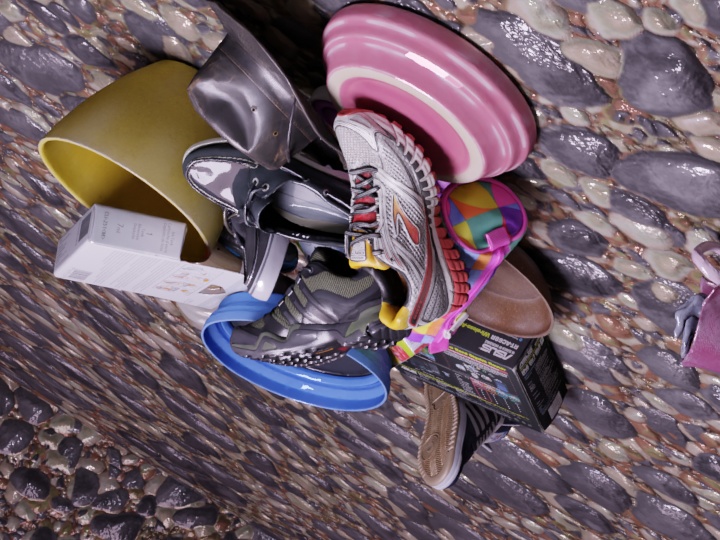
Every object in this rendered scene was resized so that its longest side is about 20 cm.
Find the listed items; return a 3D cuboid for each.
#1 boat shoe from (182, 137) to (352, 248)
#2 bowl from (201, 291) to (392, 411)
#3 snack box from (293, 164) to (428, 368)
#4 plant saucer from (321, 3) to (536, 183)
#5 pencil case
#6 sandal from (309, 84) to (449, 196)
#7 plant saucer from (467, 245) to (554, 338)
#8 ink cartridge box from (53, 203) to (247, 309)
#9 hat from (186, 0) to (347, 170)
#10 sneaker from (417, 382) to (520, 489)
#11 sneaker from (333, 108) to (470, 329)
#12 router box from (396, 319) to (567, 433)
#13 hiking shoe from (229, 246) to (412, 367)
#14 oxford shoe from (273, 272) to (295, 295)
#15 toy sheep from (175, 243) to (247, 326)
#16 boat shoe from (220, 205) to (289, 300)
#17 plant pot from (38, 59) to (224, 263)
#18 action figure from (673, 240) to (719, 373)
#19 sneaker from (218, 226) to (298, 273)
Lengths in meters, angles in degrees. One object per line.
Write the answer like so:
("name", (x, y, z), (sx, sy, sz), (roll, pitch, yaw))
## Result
("boat shoe", (-0.073, -0.062, 1.538), (0.199, 0.066, 0.075), (20, 129, 2))
("bowl", (-0.062, 0.082, 1.736), (0.200, 0.039, 0.201), (16, 156, 8))
("snack box", (0.000, 0.000, 1.710), (0.200, 0.053, 0.142), (54, 166, 2))
("plant saucer", (0.048, -0.137, 1.413), (0.200, 0.051, 0.201), (28, 161, 11))
("pencil case", (0.083, -0.005, 1.536), (0.088, 0.088, 0.200), (31, 149, 4))
("sandal", (0.032, -0.092, 1.549), (0.202, 0.050, 0.082), (35, 161, -7))
("plant saucer", (0.108, -0.006, 1.663), (0.200, 0.037, 0.200), (30, 161, 12))
("ink cartridge box", (-0.203, -0.011, 1.700), (0.173, 0.044, 0.200), (11, 167, -18))
("hat", (-0.096, -0.145, 1.478), (0.201, 0.081, 0.201), (51, -179, -2))
("sneaker", (0.127, 0.188, 1.927), (0.108, 0.200, 0.070), (35, 122, -20))
("sneaker", (0.024, -0.042, 1.423), (0.078, 0.082, 0.200), (1, 117, 59))
("router box", (0.113, 0.083, 1.834), (0.200, 0.062, 0.150), (22, 159, 30))
("hiking shoe", (-0.038, 0.032, 1.590), (0.200, 0.101, 0.076), (-13, 162, 33))
("oxford shoe", (-0.049, 0.036, 1.808), (0.200, 0.072, 0.071), (39, -151, -59))
("toy sheep", (-0.161, 0.008, 1.989), (0.138, 0.138, 0.200), (27, 175, 16))
("boat shoe", (-0.101, -0.061, 1.619), (0.066, 0.200, 0.070), (15, 145, -12))
("plant pot", (-0.196, -0.123, 1.693), (0.200, 0.142, 0.200), (29, 162, 11))
("action figure", (0.359, 0.057, 1.380), (0.200, 0.134, 0.149), (13, 113, 18))
("sneaker", (-0.138, -0.070, 1.799), (0.200, 0.082, 0.073), (33, 168, 19))
